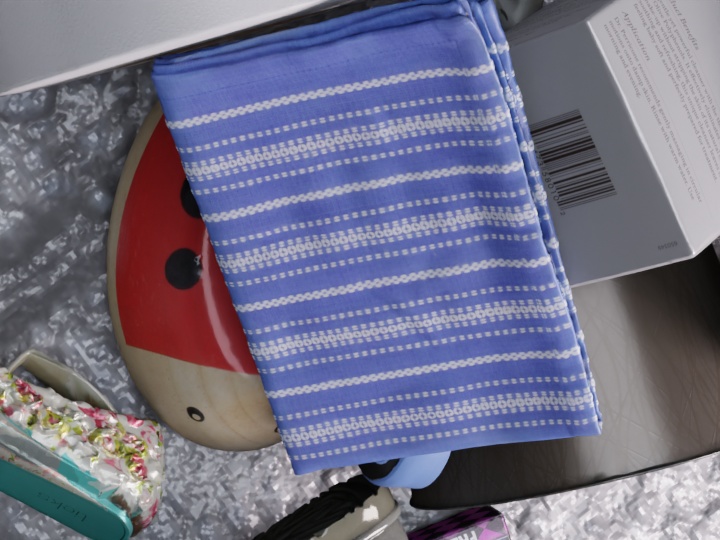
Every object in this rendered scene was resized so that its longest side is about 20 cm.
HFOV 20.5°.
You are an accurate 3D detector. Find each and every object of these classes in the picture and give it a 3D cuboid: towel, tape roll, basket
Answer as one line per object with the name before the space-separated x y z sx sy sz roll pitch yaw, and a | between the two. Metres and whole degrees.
towel | 0.008 -0.009 0.802 0.144 0.024 0.201 -10 115 19
tape roll | -0.076 -0.165 0.838 0.202 0.203 0.140 -16 96 -12
basket | 0.087 -0.007 0.925 0.180 0.136 0.201 -14 91 2

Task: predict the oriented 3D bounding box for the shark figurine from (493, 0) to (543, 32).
shark figurine | 0.070 -0.215 0.831 0.089 0.128 0.215 -7 128 7

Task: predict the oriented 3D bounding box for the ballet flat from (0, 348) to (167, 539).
ballet flat | -0.174 0.057 0.904 0.200 0.076 0.064 33 54 -18

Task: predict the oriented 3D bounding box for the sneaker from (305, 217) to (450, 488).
sneaker | 0.000 0.000 0.860 0.078 0.070 0.201 -4 102 -30

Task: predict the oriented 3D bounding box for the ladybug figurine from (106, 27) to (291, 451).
ladybug figurine | -0.047 -0.013 0.919 0.135 0.072 0.201 5 92 -14

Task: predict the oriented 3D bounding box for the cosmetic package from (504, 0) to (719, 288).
cosmetic package | 0.140 -0.085 0.844 0.200 0.085 0.108 -34 103 -43

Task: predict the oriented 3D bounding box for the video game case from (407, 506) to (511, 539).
video game case | 0.003 0.232 0.963 0.199 0.036 0.182 -19 97 -12

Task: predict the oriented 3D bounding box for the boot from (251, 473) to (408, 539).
boot | -0.007 0.217 0.913 0.181 0.073 0.200 -29 103 -9
